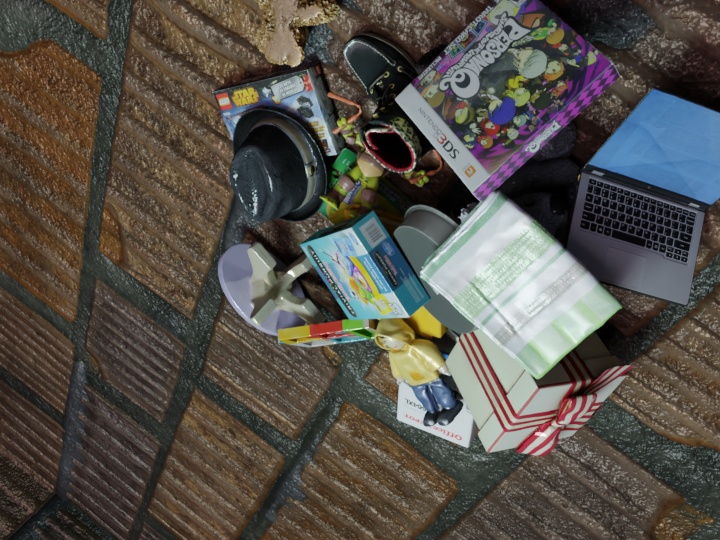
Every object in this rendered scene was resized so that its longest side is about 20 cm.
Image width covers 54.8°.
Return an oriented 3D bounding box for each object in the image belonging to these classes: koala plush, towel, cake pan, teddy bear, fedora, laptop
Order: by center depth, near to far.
[{"bbox_3d":[0.359,-0.075,0.807,0.186,0.201,0.116,15,175,-15],"label":"laptop"},{"bbox_3d":[0.184,0.021,0.821,0.200,0.031,0.149,43,119,3],"label":"towel"},{"bbox_3d":[0.222,-0.060,0.900,0.177,0.200,0.184,46,134,-4],"label":"koala plush"},{"bbox_3d":[0.112,0.005,0.949,0.200,0.037,0.201,47,159,24],"label":"cake pan"},{"bbox_3d":[-0.095,-0.393,0.974,0.144,0.067,0.201,2,116,21],"label":"teddy bear"},{"bbox_3d":[-0.148,-0.149,1.098,0.200,0.092,0.201,18,131,22],"label":"fedora"}]

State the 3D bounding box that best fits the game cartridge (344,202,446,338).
[{"bbox_3d":[0.058,0.004,1.101,0.176,0.032,0.201,20,133,28],"label":"game cartridge"}]

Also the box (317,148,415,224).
[{"bbox_3d":[0.019,-0.092,1.118,0.200,0.048,0.117,43,134,2],"label":"box"}]

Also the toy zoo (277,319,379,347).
[{"bbox_3d":[-0.057,0.113,1.234,0.199,0.131,0.021,-10,75,18],"label":"toy zoo"}]

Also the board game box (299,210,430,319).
[{"bbox_3d":[0.000,0.000,1.043,0.151,0.047,0.200,57,156,-10],"label":"board game box"}]

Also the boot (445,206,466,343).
[{"bbox_3d":[0.181,0.019,1.086,0.181,0.073,0.201,33,127,6],"label":"boot"}]

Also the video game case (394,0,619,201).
[{"bbox_3d":[0.159,-0.210,0.802,0.200,0.036,0.182,-42,57,15],"label":"video game case"}]

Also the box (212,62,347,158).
[{"bbox_3d":[-0.130,-0.243,1.111,0.199,0.040,0.138,-1,122,34],"label":"box"}]

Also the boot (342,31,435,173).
[{"bbox_3d":[0.033,-0.228,0.933,0.204,0.154,0.073,45,129,-2],"label":"boot"}]

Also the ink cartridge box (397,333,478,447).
[{"bbox_3d":[0.147,0.194,1.212,0.145,0.084,0.201,18,129,22],"label":"ink cartridge box"}]

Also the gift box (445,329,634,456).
[{"bbox_3d":[0.265,0.146,1.008,0.185,0.199,0.187,107,149,-45],"label":"gift box"}]

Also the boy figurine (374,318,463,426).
[{"bbox_3d":[0.093,0.156,1.119,0.124,0.064,0.201,-12,115,46],"label":"boy figurine"}]

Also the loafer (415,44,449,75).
[{"bbox_3d":[0.171,-0.259,0.891,0.199,0.073,0.071,3,136,35],"label":"loafer"}]

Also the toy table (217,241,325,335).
[{"bbox_3d":[-0.154,0.031,1.241,0.200,0.184,0.117,38,153,-21],"label":"toy table"}]

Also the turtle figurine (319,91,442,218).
[{"bbox_3d":[0.007,-0.160,1.035,0.199,0.064,0.162,32,90,-7],"label":"turtle figurine"}]
